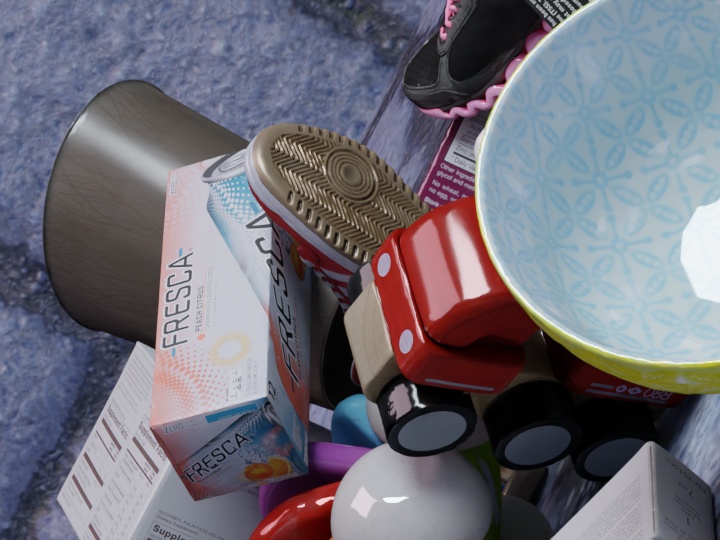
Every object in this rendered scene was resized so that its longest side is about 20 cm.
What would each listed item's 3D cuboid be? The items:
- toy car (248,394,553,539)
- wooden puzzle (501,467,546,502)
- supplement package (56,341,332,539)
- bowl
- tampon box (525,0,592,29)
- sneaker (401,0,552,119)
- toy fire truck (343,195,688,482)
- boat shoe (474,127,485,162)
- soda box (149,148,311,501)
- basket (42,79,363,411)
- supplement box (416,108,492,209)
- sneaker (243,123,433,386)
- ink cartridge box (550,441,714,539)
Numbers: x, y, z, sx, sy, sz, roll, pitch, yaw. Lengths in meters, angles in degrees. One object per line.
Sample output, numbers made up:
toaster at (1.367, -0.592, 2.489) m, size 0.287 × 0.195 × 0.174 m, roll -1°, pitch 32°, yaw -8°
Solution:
toy car at (0.014, 0.138, 1.460) m, size 0.200 × 0.149 × 0.176 m, roll -72°, pitch -26°, yaw -48°
wooden puzzle at (0.042, 0.187, 1.704) m, size 0.186 × 0.046 × 0.200 m, roll -65°, pitch 7°, yaw -3°
supplement package at (-0.054, 0.146, 1.610) m, size 0.111 × 0.199 × 0.156 m, roll -62°, pitch 22°, yaw 5°
bowl at (0.157, -0.022, 1.203) m, size 0.201 × 0.199 × 0.108 m, roll -67°, pitch -27°, yaw -22°
tampon box at (0.183, -0.209, 1.430) m, size 0.200 × 0.126 × 0.150 m, roll -40°, pitch 7°, yaw 30°
sneaker at (0.079, -0.164, 1.608) m, size 0.200 × 0.095 × 0.079 m, roll -37°, pitch 33°, yaw 40°
toy fire truck at (0.113, 0.016, 1.333) m, size 0.200 × 0.175 × 0.129 m, roll -51°, pitch 41°, yaw 39°
boat shoe at (0.097, -0.057, 1.557) m, size 0.200 × 0.069 × 0.071 m, roll -67°, pitch -9°, yaw -71°
soda box at (-0.067, 0.025, 1.475) m, size 0.201 × 0.068 × 0.064 m, roll -91°, pitch -19°, yaw -46°
basket at (-0.069, -0.004, 1.639) m, size 0.136 × 0.199 × 0.181 m, roll -47°, pitch -35°, yaw -31°
supplement box at (0.084, -0.011, 1.723) m, size 0.201 × 0.103 × 0.131 m, roll -64°, pitch -14°, yaw -3°
sneaker at (0.000, 0.000, 1.496) m, size 0.112 × 0.200 × 0.071 m, roll -32°, pitch 33°, yaw 48°
ink cartridge box at (0.079, 0.192, 1.240) m, size 0.200 × 0.045 × 0.176 m, roll -48°, pitch 11°, yaw 22°
